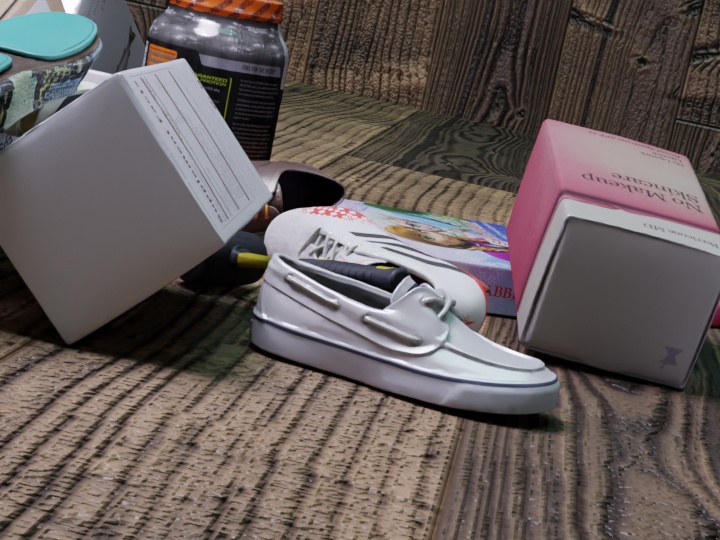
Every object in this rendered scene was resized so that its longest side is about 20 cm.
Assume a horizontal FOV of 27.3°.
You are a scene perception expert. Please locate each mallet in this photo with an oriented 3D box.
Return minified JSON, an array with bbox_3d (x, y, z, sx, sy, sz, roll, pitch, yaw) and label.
[{"bbox_3d":[-0.052,-0.003,1.008,0.066,0.041,0.199,2,4,-39],"label":"mallet"}]

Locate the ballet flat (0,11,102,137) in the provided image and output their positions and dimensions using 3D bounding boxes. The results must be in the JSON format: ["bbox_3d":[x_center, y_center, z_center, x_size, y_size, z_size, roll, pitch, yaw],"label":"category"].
[{"bbox_3d":[-0.214,-0.104,0.872,0.074,0.075,0.200,14,22,13],"label":"ballet flat"}]

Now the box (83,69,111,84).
[{"bbox_3d":[-0.291,-0.115,1.165,0.199,0.107,0.152,11,1,-2],"label":"box"}]

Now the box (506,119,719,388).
[{"bbox_3d":[0.188,-0.019,1.117,0.127,0.110,0.200,14,25,-5],"label":"box"}]

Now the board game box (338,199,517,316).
[{"bbox_3d":[0.062,-0.012,1.253,0.198,0.041,0.200,8,12,-19],"label":"board game box"}]

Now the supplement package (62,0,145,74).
[{"bbox_3d":[-0.277,-0.196,1.345,0.117,0.118,0.200,9,-22,11],"label":"supplement package"}]

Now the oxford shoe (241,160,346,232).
[{"bbox_3d":[-0.101,-0.060,1.174,0.199,0.072,0.073,-12,9,-38],"label":"oxford shoe"}]

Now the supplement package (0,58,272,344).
[{"bbox_3d":[-0.143,-0.051,0.927,0.117,0.118,0.200,-31,7,10],"label":"supplement package"}]

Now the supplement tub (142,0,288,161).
[{"bbox_3d":[-0.130,-0.137,1.260,0.122,0.201,0.123,12,11,-2],"label":"supplement tub"}]

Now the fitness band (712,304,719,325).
[{"bbox_3d":[0.254,0.009,1.381,0.199,0.038,0.144,17,9,18],"label":"fitness band"}]

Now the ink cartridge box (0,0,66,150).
[{"bbox_3d":[-0.297,-0.112,0.968,0.164,0.075,0.200,-5,34,18],"label":"ink cartridge box"}]

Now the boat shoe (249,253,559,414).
[{"bbox_3d":[0.028,0.037,0.910,0.199,0.066,0.074,14,11,9],"label":"boat shoe"}]

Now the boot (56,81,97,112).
[{"bbox_3d":[-0.282,-0.088,1.055,0.144,0.073,0.200,18,40,41],"label":"boot"}]

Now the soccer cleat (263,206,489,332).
[{"bbox_3d":[0.000,0.000,1.070,0.199,0.069,0.085,24,12,31],"label":"soccer cleat"}]
